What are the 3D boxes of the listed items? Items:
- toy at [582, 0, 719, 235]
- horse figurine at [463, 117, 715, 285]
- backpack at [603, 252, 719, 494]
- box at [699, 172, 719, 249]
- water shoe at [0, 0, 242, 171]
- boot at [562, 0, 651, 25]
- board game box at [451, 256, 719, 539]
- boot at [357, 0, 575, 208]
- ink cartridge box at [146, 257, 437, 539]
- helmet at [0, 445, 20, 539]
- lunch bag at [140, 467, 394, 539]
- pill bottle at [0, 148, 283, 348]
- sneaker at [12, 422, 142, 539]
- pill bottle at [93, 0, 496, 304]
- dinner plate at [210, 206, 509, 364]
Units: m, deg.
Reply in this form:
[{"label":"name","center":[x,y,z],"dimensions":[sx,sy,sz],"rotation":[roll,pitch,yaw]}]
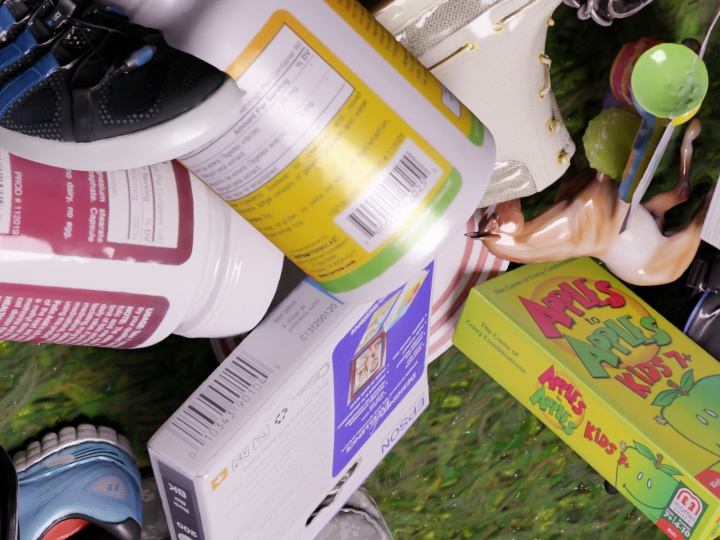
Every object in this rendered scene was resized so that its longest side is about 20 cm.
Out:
[{"label":"toy","center":[0.148,-0.087,0.839],"dimensions":[0.200,0.047,0.116],"rotation":[32,83,-85]},{"label":"horse figurine","center":[0.168,-0.041,0.978],"dimensions":[0.200,0.050,0.133],"rotation":[22,98,-43]},{"label":"backpack","center":[0.278,0.066,1.074],"dimensions":[0.190,0.154,0.200],"rotation":[-40,158,-48]},{"label":"box","center":[0.245,-0.093,0.917],"dimensions":[0.039,0.041,0.201],"rotation":[-35,146,-38]},{"label":"water shoe","center":[-0.142,-0.098,0.654],"dimensions":[0.072,0.199,0.079],"rotation":[-50,146,-44]},{"label":"boot","center":[0.068,-0.165,0.720],"dimensions":[0.200,0.174,0.069],"rotation":[-36,139,4]},{"label":"board game box","center":[0.162,0.072,0.966],"dimensions":[0.101,0.200,0.048],"rotation":[-22,143,-40]},{"label":"boot","center":[0.089,-0.124,0.834],"dimensions":[0.199,0.072,0.155],"rotation":[-28,129,5]},{"label":"ink cartridge box","center":[-0.030,0.084,0.889],"dimensions":[0.198,0.043,0.200],"rotation":[-47,156,-27]},{"label":"helmet","center":[-0.268,0.170,0.805],"dimensions":[0.199,0.200,0.191],"rotation":[8,111,-36]},{"label":"lunch bag","center":[-0.065,0.211,1.002],"dimensions":[0.199,0.168,0.140],"rotation":[-15,136,-19]},{"label":"pill bottle","center":[-0.145,-0.021,0.773],"dimensions":[0.199,0.114,0.114],"rotation":[6,126,-35]},{"label":"sneaker","center":[-0.218,0.164,0.923],"dimensions":[0.199,0.090,0.079],"rotation":[-26,138,-4]},{"label":"pill bottle","center":[-0.041,-0.086,0.738],"dimensions":[0.111,0.111,0.200],"rotation":[-44,110,13]},{"label":"dinner plate","center":[0.000,0.000,0.950],"dimensions":[0.199,0.024,0.201],"rotation":[-18,137,-17]}]
